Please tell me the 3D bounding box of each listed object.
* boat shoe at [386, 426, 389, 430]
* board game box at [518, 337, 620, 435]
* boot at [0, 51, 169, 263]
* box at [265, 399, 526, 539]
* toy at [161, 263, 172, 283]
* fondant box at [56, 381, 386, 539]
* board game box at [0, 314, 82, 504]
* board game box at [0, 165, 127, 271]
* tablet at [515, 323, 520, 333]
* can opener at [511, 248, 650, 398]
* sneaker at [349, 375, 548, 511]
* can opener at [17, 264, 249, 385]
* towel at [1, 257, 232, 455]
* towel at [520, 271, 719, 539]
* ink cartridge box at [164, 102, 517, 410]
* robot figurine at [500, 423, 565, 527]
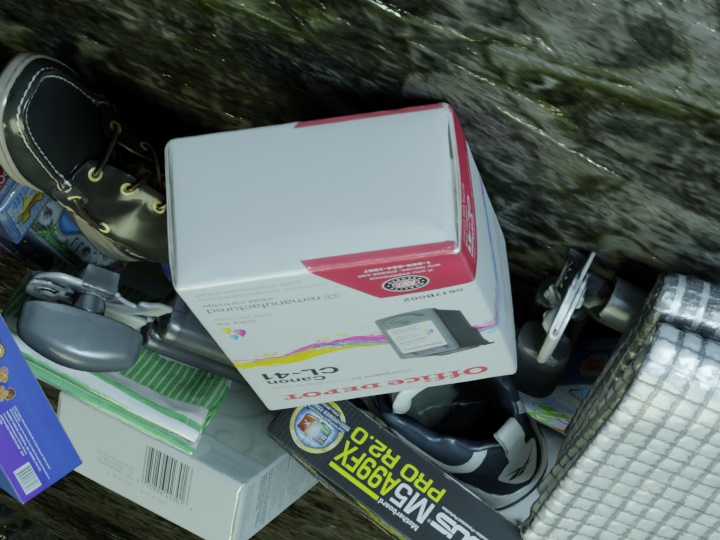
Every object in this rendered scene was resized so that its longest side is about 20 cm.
[{"bbox_3d":[0.011,0.085,1.889,0.200,0.071,0.064,26,137,31],"label":"boat shoe"},{"bbox_3d":[0.180,0.088,1.637,0.151,0.037,0.200,29,167,-20],"label":"board game box"},{"bbox_3d":[-0.111,-0.048,1.540,0.150,0.073,0.200,17,159,29],"label":"boot"},{"bbox_3d":[0.035,0.139,1.580,0.160,0.044,0.200,37,175,15],"label":"box"},{"bbox_3d":[-0.074,0.010,1.724,0.200,0.047,0.115,28,175,-12],"label":"toy"},{"bbox_3d":[-0.083,0.087,1.765,0.144,0.200,0.058,25,124,22],"label":"fondant box"},{"bbox_3d":[-0.251,0.031,1.622,0.134,0.045,0.200,23,143,60],"label":"board game box"},{"bbox_3d":[-0.232,-0.059,1.668,0.200,0.062,0.200,25,166,44],"label":"board game box"},{"bbox_3d":[0.000,0.000,1.670,0.200,0.014,0.130,29,166,-15],"label":"tablet"},{"bbox_3d":[0.122,0.038,1.510,0.067,0.053,0.200,24,168,5],"label":"can opener"},{"bbox_3d":[0.025,0.051,1.578,0.199,0.079,0.130,47,169,16],"label":"sneaker"},{"bbox_3d":[-0.113,0.049,1.650,0.200,0.067,0.053,22,160,-22],"label":"can opener"},{"bbox_3d":[-0.142,0.028,1.735,0.152,0.200,0.023,26,122,-1],"label":"towel"},{"bbox_3d":[0.194,0.093,1.415,0.165,0.086,0.200,20,144,-5],"label":"towel"},{"bbox_3d":[-0.005,-0.004,1.395,0.147,0.086,0.200,-9,157,9],"label":"ink cartridge box"},{"bbox_3d":[0.129,0.159,1.774,0.170,0.113,0.200,11,179,36],"label":"robot figurine"}]
